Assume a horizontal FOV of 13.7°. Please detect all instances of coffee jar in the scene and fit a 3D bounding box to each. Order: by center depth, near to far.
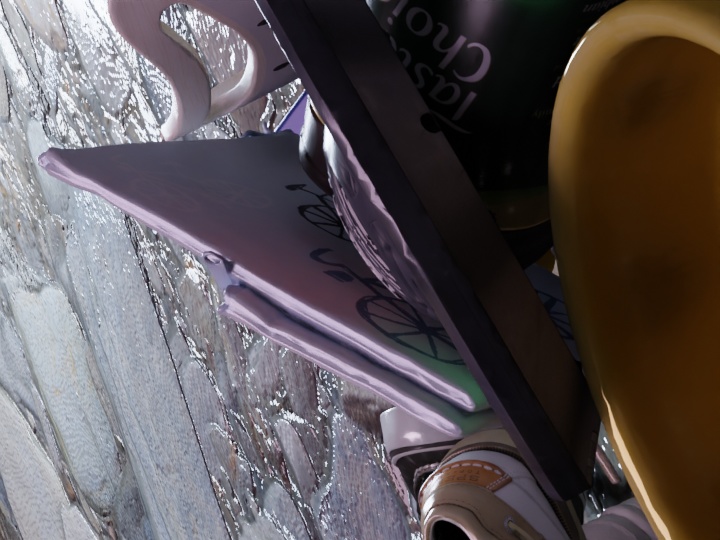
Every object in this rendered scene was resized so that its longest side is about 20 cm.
[{"bbox_3d":[0.046,-0.094,1.003,0.104,0.085,0.201,35,133,21],"label":"coffee jar"}]

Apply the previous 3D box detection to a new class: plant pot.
[{"bbox_3d":[0.178,-0.003,0.793,0.201,0.188,0.201,54,156,38],"label":"plant pot"}]

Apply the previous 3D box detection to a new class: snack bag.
[{"bbox_3d":[0.000,0.000,1.080,0.199,0.188,0.022,29,108,23],"label":"snack bag"}]

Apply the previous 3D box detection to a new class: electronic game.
[{"bbox_3d":[0.015,-0.019,0.903,0.201,0.041,0.200,59,-178,-4],"label":"electronic game"}]

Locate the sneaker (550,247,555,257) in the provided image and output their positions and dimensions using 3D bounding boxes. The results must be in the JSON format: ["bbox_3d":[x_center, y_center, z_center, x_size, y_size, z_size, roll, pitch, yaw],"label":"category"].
[{"bbox_3d":[0.080,-0.059,1.147,0.083,0.070,0.200,-115,1,-45],"label":"sneaker"}]

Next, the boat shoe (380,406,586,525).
[{"bbox_3d":[0.061,0.100,1.293,0.200,0.070,0.064,40,-135,-65],"label":"boat shoe"}]

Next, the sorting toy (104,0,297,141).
[{"bbox_3d":[-0.012,-0.123,1.134,0.107,0.180,0.200,53,174,22],"label":"sorting toy"}]

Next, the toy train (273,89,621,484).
[{"bbox_3d":[0.062,-0.005,1.229,0.200,0.116,0.085,47,129,10],"label":"toy train"}]

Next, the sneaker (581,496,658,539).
[{"bbox_3d":[0.137,0.194,1.256,0.201,0.088,0.075,59,157,23],"label":"sneaker"}]

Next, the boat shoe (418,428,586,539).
[{"bbox_3d":[0.079,0.164,1.189,0.075,0.068,0.201,-29,97,28],"label":"boat shoe"}]
